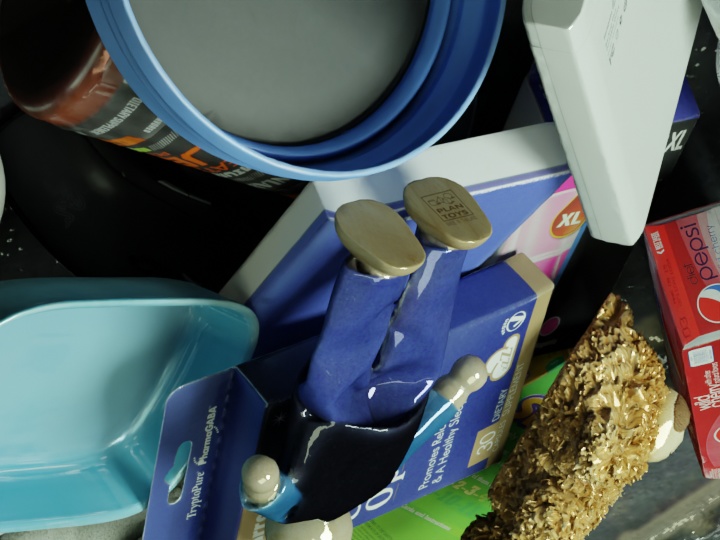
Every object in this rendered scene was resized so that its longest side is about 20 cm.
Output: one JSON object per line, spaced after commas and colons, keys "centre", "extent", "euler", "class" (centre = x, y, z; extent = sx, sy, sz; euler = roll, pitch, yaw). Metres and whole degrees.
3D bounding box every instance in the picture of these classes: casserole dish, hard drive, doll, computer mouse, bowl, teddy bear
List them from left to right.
{"centre": [-0.126, 0.052, 1.092], "extent": [0.199, 0.039, 0.122], "euler": [1, 125, -51], "class": "casserole dish"}
{"centre": [-0.071, -0.022, 1.212], "extent": [0.140, 0.046, 0.200], "euler": [-30, 133, 16], "class": "computer mouse"}
{"centre": [-0.028, -0.135, 1.033], "extent": [0.200, 0.202, 0.039], "euler": [27, 160, -34], "class": "bowl"}
{"centre": [0.000, 0.000, 1.173], "extent": [0.131, 0.025, 0.200], "euler": [-13, 161, -30], "class": "hard drive"}
{"centre": [0.002, 0.055, 1.101], "extent": [0.136, 0.048, 0.201], "euler": [-20, 141, -40], "class": "doll"}
{"centre": [0.106, 0.096, 1.270], "extent": [0.067, 0.145, 0.201], "euler": [31, 128, 4], "class": "teddy bear"}
{"centre": [0.108, -0.111, 1.074], "extent": [0.027, 0.133, 0.200], "euler": [11, 160, 18], "class": "hard drive"}

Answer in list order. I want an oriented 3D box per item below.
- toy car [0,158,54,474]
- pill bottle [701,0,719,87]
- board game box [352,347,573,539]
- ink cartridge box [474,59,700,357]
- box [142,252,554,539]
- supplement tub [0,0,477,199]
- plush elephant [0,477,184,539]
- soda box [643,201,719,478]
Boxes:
{"centre": [-0.220, -0.019, 1.133], "extent": [0.184, 0.177, 0.201], "euler": [14, 100, -42], "class": "toy car"}
{"centre": [0.229, -0.078, 1.191], "extent": [0.113, 0.113, 0.200], "euler": [-25, 133, 10], "class": "pill bottle"}
{"centre": [0.063, 0.104, 1.381], "extent": [0.199, 0.030, 0.096], "euler": [-29, 134, 17], "class": "board game box"}
{"centre": [0.099, -0.037, 1.232], "extent": [0.094, 0.037, 0.201], "euler": [-11, 137, -35], "class": "ink cartridge box"}
{"centre": [-0.006, 0.072, 1.189], "extent": [0.199, 0.032, 0.122], "euler": [-20, 142, -31], "class": "box"}
{"centre": [-0.046, -0.091, 1.105], "extent": [0.199, 0.107, 0.107], "euler": [16, 127, -34], "class": "supplement tub"}
{"centre": [-0.066, 0.182, 1.304], "extent": [0.199, 0.156, 0.165], "euler": [-17, 170, -5], "class": "plush elephant"}
{"centre": [0.182, 0.035, 1.273], "extent": [0.063, 0.070, 0.200], "euler": [-17, 155, 3], "class": "soda box"}
